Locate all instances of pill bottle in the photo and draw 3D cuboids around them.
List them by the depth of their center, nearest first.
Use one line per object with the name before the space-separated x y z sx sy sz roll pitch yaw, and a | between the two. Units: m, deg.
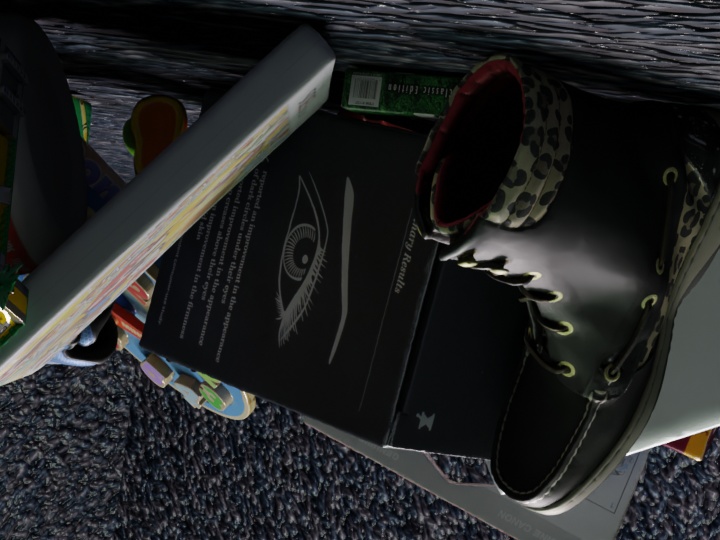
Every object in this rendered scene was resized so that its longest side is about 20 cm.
pill bottle | -0.231 -0.042 0.816 0.200 0.116 0.116 -10 178 6

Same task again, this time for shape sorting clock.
shape sorting clock | -0.140 0.019 1.090 0.200 0.039 0.200 36 157 18

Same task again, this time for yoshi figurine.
yoshi figurine | -0.082 -0.070 1.153 0.112 0.112 0.200 50 175 14

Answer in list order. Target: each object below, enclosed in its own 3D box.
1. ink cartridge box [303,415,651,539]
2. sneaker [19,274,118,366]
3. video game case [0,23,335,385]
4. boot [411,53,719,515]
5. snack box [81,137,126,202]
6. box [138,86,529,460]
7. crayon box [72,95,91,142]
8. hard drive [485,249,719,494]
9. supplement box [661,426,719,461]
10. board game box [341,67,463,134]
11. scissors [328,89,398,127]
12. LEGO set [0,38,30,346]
ink cartridge box | 0.082 0.044 1.003 0.200 0.176 0.045 27 -161 24
sneaker | -0.173 -0.008 0.978 0.089 0.079 0.200 13 156 15
video game case | -0.090 -0.023 0.806 0.023 0.200 0.182 47 179 -1
boot | 0.074 0.008 0.802 0.154 0.204 0.073 13 -163 -43
snack box | -0.149 -0.042 1.099 0.200 0.024 0.072 47 172 -8
box | 0.000 0.000 0.930 0.104 0.148 0.200 13 -175 -45
crayon box | -0.293 -0.102 1.215 0.200 0.058 0.119 7 180 13
hard drive | 0.129 0.023 0.918 0.200 0.132 0.025 -24 174 38
supplement box | 0.132 0.012 1.073 0.200 0.110 0.086 23 -154 13
board game box | 0.077 -0.074 0.928 0.105 0.023 0.200 10 -179 24
scissors | 0.017 -0.087 1.018 0.073 0.014 0.200 10 179 3
LEGO set | -0.219 -0.044 0.686 0.200 0.154 0.116 7 162 14
